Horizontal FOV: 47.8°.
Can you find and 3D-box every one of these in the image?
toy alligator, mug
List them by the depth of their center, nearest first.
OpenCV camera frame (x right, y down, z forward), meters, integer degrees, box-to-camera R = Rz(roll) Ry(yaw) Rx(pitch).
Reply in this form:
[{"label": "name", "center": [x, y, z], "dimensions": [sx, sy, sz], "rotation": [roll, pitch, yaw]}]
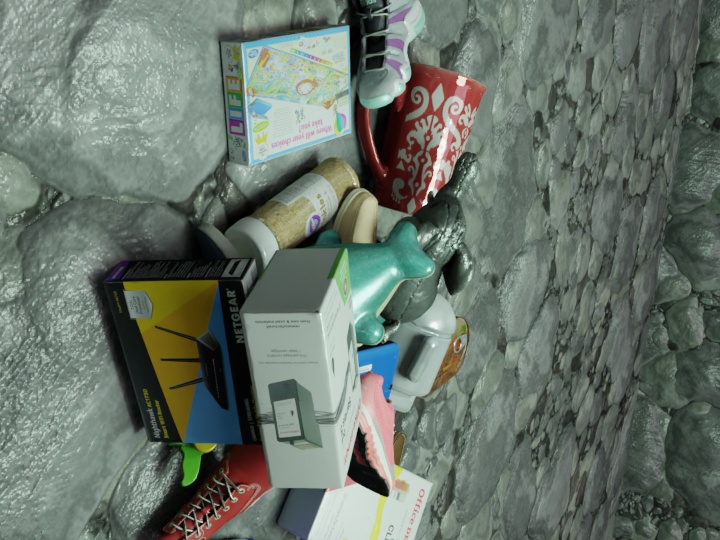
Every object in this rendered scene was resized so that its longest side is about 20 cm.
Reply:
[{"label": "toy alligator", "center": [-0.175, 0.152, 0.954], "dimensions": [0.054, 0.059, 0.202], "rotation": [32, 64, -12]}, {"label": "mug", "center": [0.071, -0.187, 1.169], "dimensions": [0.133, 0.174, 0.204], "rotation": [-104, -152, -83]}]

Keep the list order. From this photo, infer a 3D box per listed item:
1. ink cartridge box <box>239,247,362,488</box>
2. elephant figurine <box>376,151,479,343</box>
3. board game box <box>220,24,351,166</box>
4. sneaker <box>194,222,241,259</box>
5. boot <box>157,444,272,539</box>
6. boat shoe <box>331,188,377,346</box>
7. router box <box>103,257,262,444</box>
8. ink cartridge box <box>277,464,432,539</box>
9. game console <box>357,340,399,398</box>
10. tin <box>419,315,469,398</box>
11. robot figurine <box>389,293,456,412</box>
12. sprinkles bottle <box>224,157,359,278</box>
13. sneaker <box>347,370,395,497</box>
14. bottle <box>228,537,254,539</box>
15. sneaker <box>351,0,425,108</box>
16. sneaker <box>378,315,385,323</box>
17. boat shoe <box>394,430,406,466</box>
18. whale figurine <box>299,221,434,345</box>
[{"label": "ink cartridge box", "center": [-0.054, 0.098, 0.835], "dimensions": [0.146, 0.082, 0.204], "rotation": [-71, 157, -63]}, {"label": "elephant figurine", "center": [0.087, -0.031, 1.062], "dimensions": [0.140, 0.157, 0.200], "rotation": [-14, 158, -41]}, {"label": "board game box", "center": [-0.082, -0.215, 0.973], "dimensions": [0.199, 0.034, 0.137], "rotation": [-29, 124, -49]}, {"label": "sneaker", "center": [-0.156, 0.051, 0.907], "dimensions": [0.083, 0.075, 0.203], "rotation": [-25, 101, -19]}, {"label": "boot", "center": [-0.160, 0.258, 0.928], "dimensions": [0.144, 0.072, 0.201], "rotation": [-33, 163, -44]}, {"label": "boat shoe", "center": [0.000, 0.000, 1.035], "dimensions": [0.073, 0.068, 0.204], "rotation": [-3, 107, -50]}, {"label": "router box", "center": [-0.168, 0.087, 0.845], "dimensions": [0.051, 0.146, 0.203], "rotation": [-71, 157, -60]}, {"label": "ink cartridge box", "center": [-0.002, 0.343, 1.196], "dimensions": [0.199, 0.083, 0.147], "rotation": [33, 72, -35]}, {"label": "game console", "center": [-0.058, 0.169, 1.062], "dimensions": [0.199, 0.117, 0.174], "rotation": [-5, 111, -56]}, {"label": "tin", "center": [0.132, 0.147, 1.427], "dimensions": [0.199, 0.041, 0.114], "rotation": [-25, 126, -51]}, {"label": "robot figurine", "center": [0.076, 0.111, 1.243], "dimensions": [0.111, 0.170, 0.203], "rotation": [19, 99, -18]}, {"label": "sprinkles bottle", "center": [-0.081, -0.069, 0.998], "dimensions": [0.200, 0.067, 0.069], "rotation": [-43, 134, -41]}, {"label": "sneaker", "center": [0.021, 0.209, 1.025], "dimensions": [0.087, 0.073, 0.202], "rotation": [-49, 142, -33]}, {"label": "bottle", "center": [-0.156, 0.391, 1.051], "dimensions": [0.199, 0.064, 0.085], "rotation": [16, 89, -57]}, {"label": "sneaker", "center": [0.016, -0.320, 1.046], "dimensions": [0.140, 0.076, 0.203], "rotation": [53, 41, -45]}, {"label": "sneaker", "center": [-0.023, 0.081, 1.144], "dimensions": [0.198, 0.071, 0.082], "rotation": [-13, 113, -46]}, {"label": "boat shoe", "center": [0.039, 0.365, 1.330], "dimensions": [0.076, 0.073, 0.203], "rotation": [37, 70, -55]}, {"label": "whale figurine", "center": [-0.015, 0.011, 0.944], "dimensions": [0.198, 0.161, 0.104], "rotation": [-28, 152, 6]}]
